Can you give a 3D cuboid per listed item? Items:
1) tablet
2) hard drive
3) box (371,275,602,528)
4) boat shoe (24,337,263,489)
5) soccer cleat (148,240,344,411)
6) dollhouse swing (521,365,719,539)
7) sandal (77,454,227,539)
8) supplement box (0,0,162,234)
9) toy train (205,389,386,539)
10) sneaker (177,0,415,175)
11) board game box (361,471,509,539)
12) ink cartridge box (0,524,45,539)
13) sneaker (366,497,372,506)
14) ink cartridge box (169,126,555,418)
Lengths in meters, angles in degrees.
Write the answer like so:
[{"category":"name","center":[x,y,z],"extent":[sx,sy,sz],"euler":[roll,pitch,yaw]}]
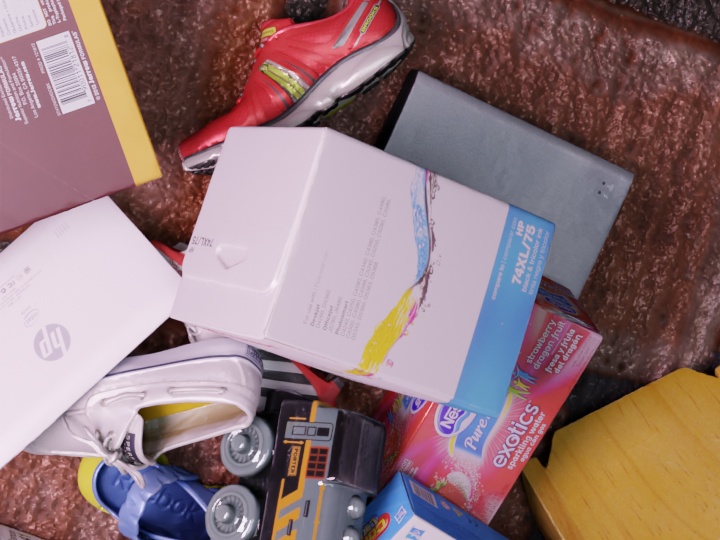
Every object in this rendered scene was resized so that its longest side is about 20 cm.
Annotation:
[{"category":"tablet","center":[-0.234,0.039,1.160],"extent":[0.200,0.014,0.130],"euler":[-43,70,-3]},{"category":"hard drive","center":[0.099,-0.054,1.255],"extent":[0.200,0.033,0.140],"euler":[23,94,-17]},{"category":"box","center":[0.087,0.095,1.226],"extent":[0.095,0.100,0.200],"euler":[25,106,-17]},{"category":"boat shoe","center":[-0.165,0.116,1.159],"extent":[0.202,0.086,0.075],"euler":[-13,135,12]},{"category":"soccer cleat","center":[-0.100,0.059,1.209],"extent":[0.085,0.069,0.200],"euler":[-48,112,-6]},{"category":"dollhouse swing","center":[0.258,0.215,1.345],"extent":[0.200,0.176,0.182],"euler":[-26,64,-8]},{"category":"sandal","center":[-0.119,0.194,1.219],"extent":[0.200,0.087,0.080],"euler":[22,93,-19]},{"category":"supplement box","center":[-0.268,-0.127,1.096],"extent":[0.200,0.133,0.197],"euler":[-21,105,-10]},{"category":"toy train","center":[-0.048,0.183,1.148],"extent":[0.085,0.114,0.200],"euler":[31,63,-51]},{"category":"sneaker","center":[-0.057,-0.143,1.190],"extent":[0.200,0.077,0.085],"euler":[-35,86,-7]},{"category":"board game box","center":[0.044,0.279,1.216],"extent":[0.200,0.056,0.196],"euler":[34,107,-24]},{"category":"ink cartridge box","center":[-0.222,0.263,1.173],"extent":[0.200,0.148,0.086],"euler":[24,93,-18]},{"category":"sneaker","center":[0.028,0.217,1.264],"extent":[0.091,0.076,0.200],"euler":[-33,116,3]},{"category":"ink cartridge box","center":[0.000,0.000,1.113],"extent":[0.200,0.147,0.146],"euler":[20,84,-31]}]
